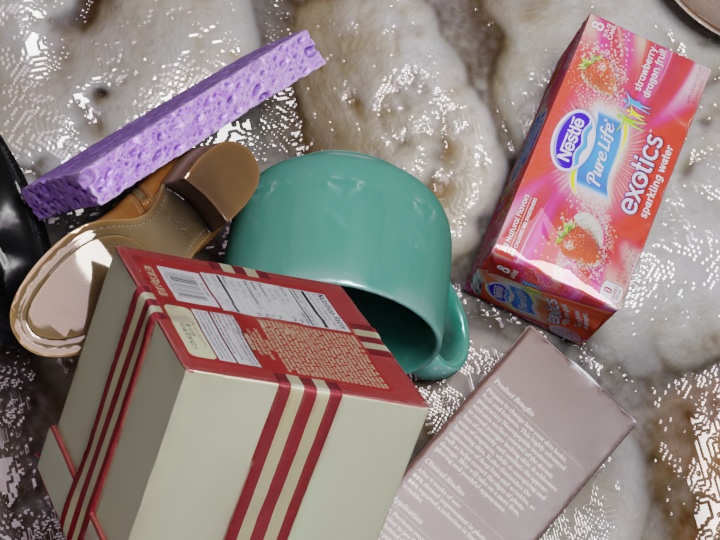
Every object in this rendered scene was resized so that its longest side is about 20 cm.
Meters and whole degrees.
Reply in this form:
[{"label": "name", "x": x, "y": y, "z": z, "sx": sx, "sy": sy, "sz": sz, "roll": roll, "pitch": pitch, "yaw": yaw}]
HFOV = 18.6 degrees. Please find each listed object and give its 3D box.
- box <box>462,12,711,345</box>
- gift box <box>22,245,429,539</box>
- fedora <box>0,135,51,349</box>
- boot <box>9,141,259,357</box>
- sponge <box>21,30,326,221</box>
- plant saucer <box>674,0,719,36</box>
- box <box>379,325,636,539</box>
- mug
[{"label": "box", "x": 0.159, "y": -0.063, "z": 1.548, "sx": 0.099, "sy": 0.096, "sz": 0.201, "roll": 25, "pitch": 70, "yaw": -2}, {"label": "gift box", "x": -0.097, "y": 0.107, "z": 1.307, "sx": 0.198, "sy": 0.185, "sz": 0.188, "roll": 11, "pitch": 111, "yaw": -22}, {"label": "fedora", "x": -0.282, "y": -0.029, "z": 1.440, "sx": 0.091, "sy": 0.200, "sz": 0.202, "roll": -25, "pitch": 77, "yaw": 17}, {"label": "boot", "x": -0.162, "y": -0.008, "z": 1.434, "sx": 0.077, "sy": 0.155, "sz": 0.200, "roll": 46, "pitch": 67, "yaw": -10}, {"label": "sponge", "x": -0.126, "y": -0.096, "z": 1.476, "sx": 0.199, "sy": 0.111, "sz": 0.030, "roll": -35, "pitch": 102, "yaw": -29}, {"label": "plant saucer", "x": 0.302, "y": -0.254, "z": 1.669, "sx": 0.198, "sy": 0.035, "sz": 0.202, "roll": 4, "pitch": 72, "yaw": -11}, {"label": "box", "x": 0.082, "y": 0.146, "z": 1.481, "sx": 0.100, "sy": 0.075, "sz": 0.200, "roll": 42, "pitch": 72, "yaw": 4}, {"label": "mug", "x": -0.011, "y": -0.002, "z": 1.480, "sx": 0.151, "sy": 0.185, "sz": 0.115, "roll": 0, "pitch": 63, "yaw": 13}]
